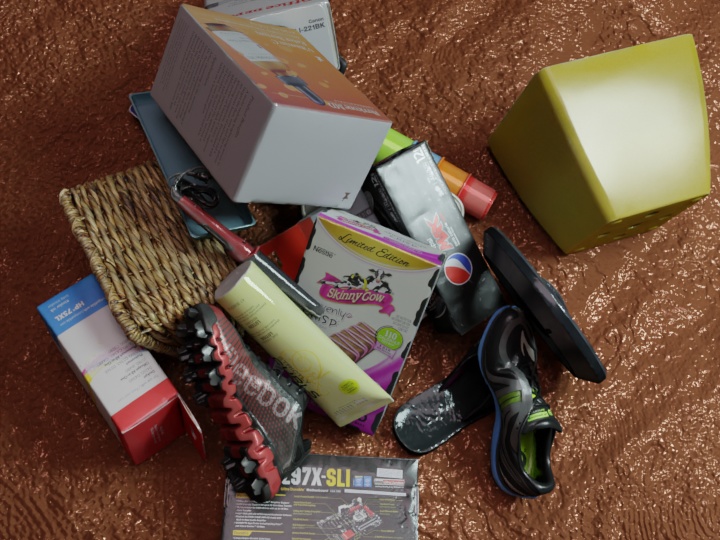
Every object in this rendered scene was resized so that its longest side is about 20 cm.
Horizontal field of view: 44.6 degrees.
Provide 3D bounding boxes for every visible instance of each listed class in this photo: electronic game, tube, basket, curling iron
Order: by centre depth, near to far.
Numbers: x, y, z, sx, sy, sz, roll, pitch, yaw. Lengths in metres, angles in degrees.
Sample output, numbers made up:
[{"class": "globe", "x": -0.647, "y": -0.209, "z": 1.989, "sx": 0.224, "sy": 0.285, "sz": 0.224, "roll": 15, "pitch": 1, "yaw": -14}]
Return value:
[{"class": "curling iron", "x": -0.107, "y": -0.026, "z": 0.854, "sx": 0.200, "sy": 0.026, "sz": 0.050, "roll": 45, "pitch": 66, "yaw": -8}, {"class": "tube", "x": -0.057, "y": 0.077, "z": 0.856, "sx": 0.052, "sy": 0.058, "sz": 0.200, "roll": -47, "pitch": 110, "yaw": -13}, {"class": "basket", "x": -0.212, "y": -0.002, "z": 0.931, "sx": 0.148, "sy": 0.143, "sz": 0.201, "roll": -25, "pitch": 65, "yaw": -22}, {"class": "electronic game", "x": 0.194, "y": 0.036, "z": 0.934, "sx": 0.041, "sy": 0.200, "sz": 0.201, "roll": -37, "pitch": 71, "yaw": 4}]

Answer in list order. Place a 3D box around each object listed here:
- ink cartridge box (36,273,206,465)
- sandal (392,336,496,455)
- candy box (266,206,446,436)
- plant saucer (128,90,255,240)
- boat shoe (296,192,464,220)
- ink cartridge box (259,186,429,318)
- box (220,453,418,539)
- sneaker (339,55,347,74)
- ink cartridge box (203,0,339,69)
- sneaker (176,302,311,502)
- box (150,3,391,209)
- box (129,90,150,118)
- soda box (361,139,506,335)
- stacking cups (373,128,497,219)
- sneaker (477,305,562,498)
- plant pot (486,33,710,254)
[{"class": "ink cartridge box", "x": -0.238, "y": 0.117, "z": 0.888, "sx": 0.067, "sy": 0.116, "sz": 0.200, "roll": -33, "pitch": 71, "yaw": -21}, {"class": "sandal", "x": 0.123, "y": 0.128, "z": 0.959, "sx": 0.200, "sy": 0.048, "sz": 0.075, "roll": -37, "pitch": 73, "yaw": -21}, {"class": "candy box", "x": -0.009, "y": 0.052, "z": 0.909, "sx": 0.135, "sy": 0.061, "sz": 0.202, "roll": 21, "pitch": 107, "yaw": 5}, {"class": "plant saucer", "x": -0.178, "y": -0.113, "z": 0.913, "sx": 0.069, "sy": 0.019, "sz": 0.201, "roll": -14, "pitch": 59, "yaw": -26}, {"class": "boat shoe", "x": 0.022, "y": -0.076, "z": 1.045, "sx": 0.198, "sy": 0.057, "sz": 0.068, "roll": 0, "pitch": 93, "yaw": -11}, {"class": "ink cartridge box", "x": 0.000, "y": 0.000, "z": 0.973, "sx": 0.199, "sy": 0.057, "sz": 0.164, "roll": -33, "pitch": 100, "yaw": -24}, {"class": "box", "x": -0.040, "y": 0.268, "z": 0.874, "sx": 0.198, "sy": 0.049, "sz": 0.161, "roll": 3, "pitch": 61, "yaw": -5}, {"class": "sneaker", "x": -0.063, "y": -0.183, "z": 1.058, "sx": 0.075, "sy": 0.087, "sz": 0.202, "roll": 26, "pitch": 58, "yaw": -36}, {"class": "ink cartridge box", "x": -0.110, "y": -0.297, "z": 1.060, "sx": 0.143, "sy": 0.084, "sz": 0.201, "roll": -13, "pitch": 32, "yaw": -1}, {"class": "sneaker", "x": -0.107, "y": 0.116, "z": 0.850, "sx": 0.097, "sy": 0.071, "sz": 0.202, "roll": -28, "pitch": 101, "yaw": -33}, {"class": "box", "x": -0.094, "y": -0.164, "z": 0.886, "sx": 0.151, "sy": 0.107, "sz": 0.200, "roll": 0, "pitch": 38, "yaw": -43}, {"class": "box", "x": -0.182, "y": -0.178, "z": 1.053, "sx": 0.121, "sy": 0.032, "sz": 0.200, "roll": -41, "pitch": 55, "yaw": -11}, {"class": "soda box", "x": 0.076, "y": -0.032, "z": 0.947, "sx": 0.070, "sy": 0.063, "sz": 0.201, "roll": -31, "pitch": 99, "yaw": -19}, {"class": "stacking cups", "x": 0.073, "y": -0.128, "z": 1.071, "sx": 0.199, "sy": 0.061, "sz": 0.061, "roll": 28, "pitch": 64, "yaw": 8}, {"class": "sneaker", "x": 0.172, "y": 0.136, "z": 0.908, "sx": 0.070, "sy": 0.082, "sz": 0.202, "roll": -6, "pitch": 90, "yaw": -29}, {"class": "plant pot", "x": 0.293, "y": -0.133, "z": 1.034, "sx": 0.198, "sy": 0.200, "sz": 0.178, "roll": -15, "pitch": 77, "yaw": -13}]
